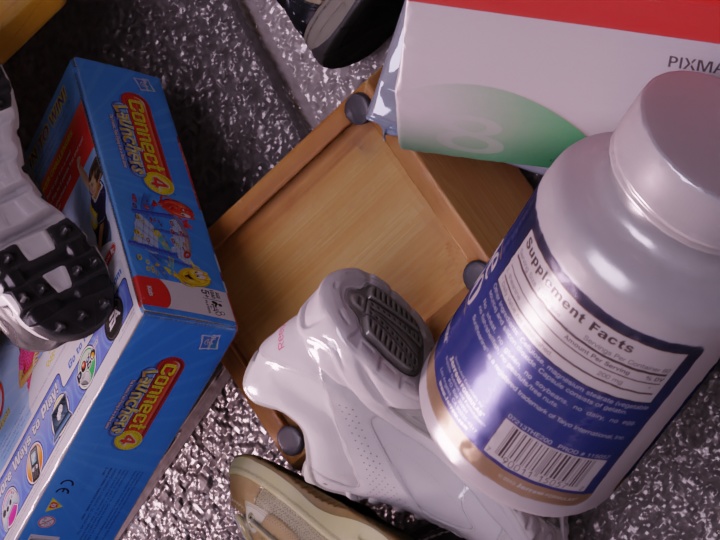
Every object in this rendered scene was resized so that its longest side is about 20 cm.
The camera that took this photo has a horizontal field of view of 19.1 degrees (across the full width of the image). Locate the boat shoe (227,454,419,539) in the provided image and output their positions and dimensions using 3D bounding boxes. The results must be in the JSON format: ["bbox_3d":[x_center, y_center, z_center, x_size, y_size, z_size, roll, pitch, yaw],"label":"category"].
[{"bbox_3d":[-0.019,0.147,1.097,0.200,0.073,0.063,22,86,55],"label":"boat shoe"}]

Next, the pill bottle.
[{"bbox_3d":[0.113,0.010,0.953,0.111,0.111,0.200,47,133,17],"label":"pill bottle"}]

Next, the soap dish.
[{"bbox_3d":[0.000,0.000,1.126,0.200,0.081,0.158,-41,75,27],"label":"soap dish"}]

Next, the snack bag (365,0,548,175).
[{"bbox_3d":[0.118,-0.135,1.039,0.187,0.021,0.201,18,103,2],"label":"snack bag"}]

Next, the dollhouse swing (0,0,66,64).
[{"bbox_3d":[-0.222,-0.067,1.221,0.200,0.175,0.183,24,142,61],"label":"dollhouse swing"}]

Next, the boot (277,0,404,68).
[{"bbox_3d":[-0.002,-0.227,1.111,0.154,0.073,0.204,47,113,21],"label":"boot"}]

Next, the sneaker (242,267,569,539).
[{"bbox_3d":[0.022,0.088,1.067,0.099,0.078,0.200,-33,111,31],"label":"sneaker"}]

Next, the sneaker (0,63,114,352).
[{"bbox_3d":[-0.197,-0.041,1.082,0.201,0.066,0.090,60,151,7],"label":"sneaker"}]

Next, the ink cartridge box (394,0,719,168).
[{"bbox_3d":[0.096,-0.094,0.941,0.160,0.200,0.050,8,77,5],"label":"ink cartridge box"}]

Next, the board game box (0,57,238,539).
[{"bbox_3d":[-0.151,0.026,1.156,0.201,0.056,0.197,-57,36,34],"label":"board game box"}]

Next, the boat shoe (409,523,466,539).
[{"bbox_3d":[0.015,0.183,1.145,0.199,0.065,0.072,-27,80,28],"label":"boat shoe"}]
